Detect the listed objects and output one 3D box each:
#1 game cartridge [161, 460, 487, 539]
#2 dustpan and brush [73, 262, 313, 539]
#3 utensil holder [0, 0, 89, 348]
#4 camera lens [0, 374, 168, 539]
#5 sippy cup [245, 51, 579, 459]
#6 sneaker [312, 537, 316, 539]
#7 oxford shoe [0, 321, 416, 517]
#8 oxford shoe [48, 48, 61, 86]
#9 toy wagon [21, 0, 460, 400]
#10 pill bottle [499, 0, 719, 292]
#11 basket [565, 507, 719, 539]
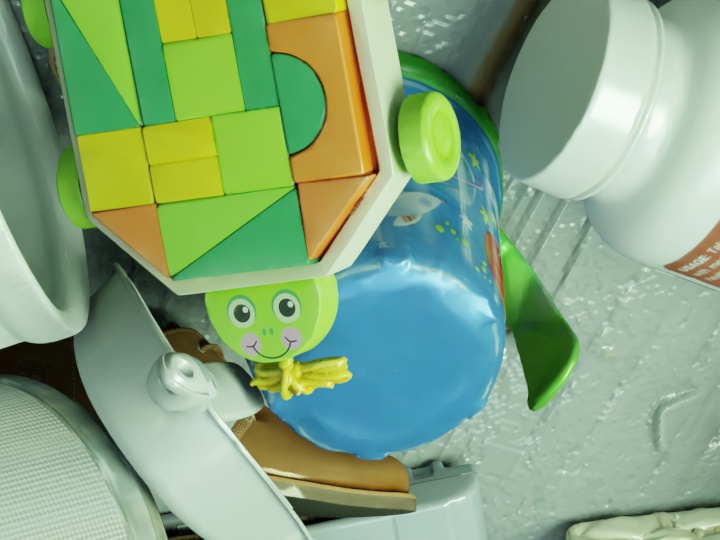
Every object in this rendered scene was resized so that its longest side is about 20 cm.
[{"bbox_3d":[-0.036,0.161,1.280,0.199,0.042,0.133,-12,121,-2],"label":"game cartridge"},{"bbox_3d":[-0.064,0.050,1.043,0.057,0.200,0.140,-37,83,8],"label":"dustpan and brush"},{"bbox_3d":[-0.221,-0.028,1.036,0.199,0.170,0.170,-18,125,4],"label":"utensil holder"},{"bbox_3d":[-0.180,0.129,1.038,0.200,0.160,0.160,-11,135,-46],"label":"camera lens"},{"bbox_3d":[0.000,0.000,1.117,0.177,0.130,0.140,-5,125,-6],"label":"sippy cup"},{"bbox_3d":[-0.004,0.178,1.232,0.199,0.074,0.116,9,126,-14],"label":"sneaker"},{"bbox_3d":[-0.063,0.061,1.185,0.200,0.071,0.071,17,164,-20],"label":"oxford shoe"},{"bbox_3d":[-0.047,-0.127,1.055,0.071,0.074,0.200,31,114,-27],"label":"oxford shoe"},{"bbox_3d":[-0.042,-0.050,1.018,0.155,0.040,0.201,-7,97,26],"label":"toy wagon"},{"bbox_3d":[0.161,-0.044,1.125,0.200,0.112,0.112,19,119,-22],"label":"pill bottle"},{"bbox_3d":[0.190,0.187,1.277,0.199,0.136,0.124,-7,123,-6],"label":"basket"}]
